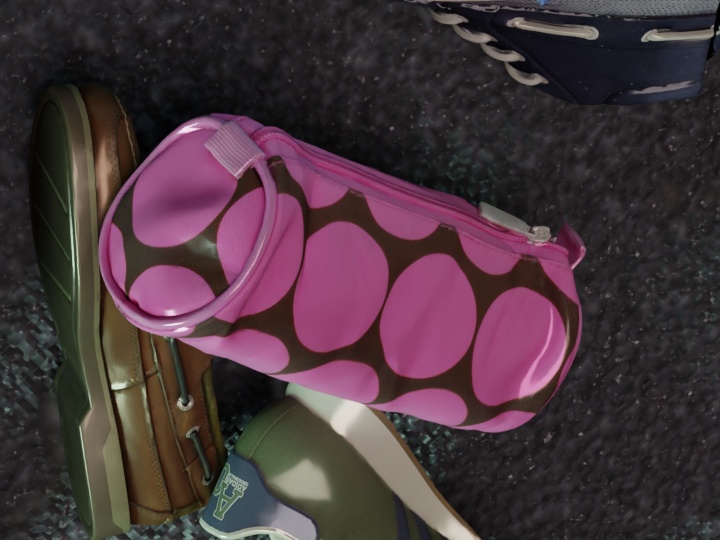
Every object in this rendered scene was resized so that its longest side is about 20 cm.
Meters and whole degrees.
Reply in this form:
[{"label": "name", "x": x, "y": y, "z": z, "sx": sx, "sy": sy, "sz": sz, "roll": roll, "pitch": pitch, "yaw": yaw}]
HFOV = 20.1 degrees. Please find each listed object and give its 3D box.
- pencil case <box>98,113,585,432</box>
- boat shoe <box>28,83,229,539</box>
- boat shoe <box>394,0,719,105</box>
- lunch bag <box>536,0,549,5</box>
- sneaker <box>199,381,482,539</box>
[{"label": "pencil case", "x": 0.000, "y": 0.000, "z": 0.787, "sx": 0.199, "sy": 0.091, "sz": 0.094, "roll": 16, "pitch": 125, "yaw": -45}, {"label": "boat shoe", "x": -0.089, "y": 0.013, "z": 0.817, "sx": 0.068, "sy": 0.072, "sz": 0.201, "roll": -12, "pitch": 124, "yaw": -17}, {"label": "boat shoe", "x": 0.055, "y": -0.108, "z": 0.805, "sx": 0.199, "sy": 0.075, "sz": 0.093, "roll": 3, "pitch": 138, "yaw": 0}, {"label": "lunch bag", "x": 0.003, "y": -0.169, "z": 0.672, "sx": 0.094, "sy": 0.151, "sz": 0.200, "roll": -39, "pitch": 91, "yaw": -5}, {"label": "sneaker", "x": 0.004, "y": 0.133, "z": 0.876, "sx": 0.090, "sy": 0.067, "sz": 0.200, "roll": -48, "pitch": 123, "yaw": -15}]
